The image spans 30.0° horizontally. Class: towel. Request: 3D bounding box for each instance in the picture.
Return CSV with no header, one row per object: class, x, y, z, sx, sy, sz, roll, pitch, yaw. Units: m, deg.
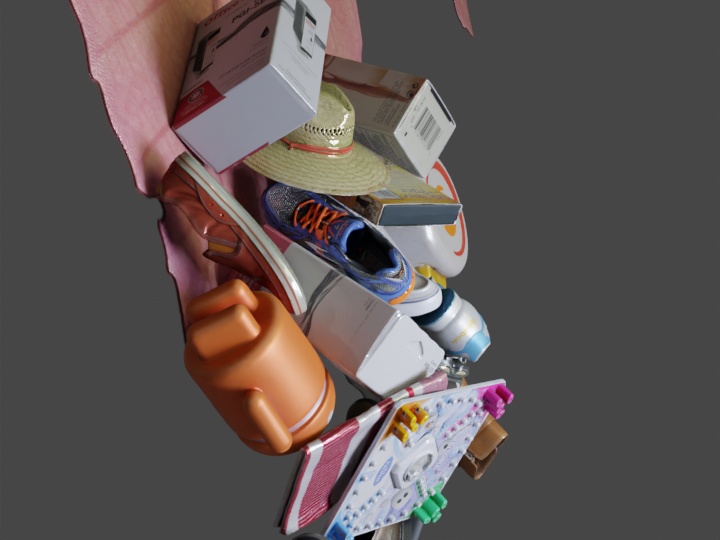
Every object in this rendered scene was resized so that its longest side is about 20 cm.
towel,0.002,0.190,1.393,0.199,0.145,0.023,-25,57,-37

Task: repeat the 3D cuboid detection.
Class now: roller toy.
roller toy,0.068,-0.067,1.851,0.184,0.138,0.201,63,23,-24

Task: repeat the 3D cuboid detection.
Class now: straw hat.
straw hat,-0.052,-0.165,1.503,0.201,0.198,0.086,-56,162,-64

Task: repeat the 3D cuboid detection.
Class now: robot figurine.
robot figurine,-0.097,0.101,1.325,0.117,0.143,0.201,-47,127,-21

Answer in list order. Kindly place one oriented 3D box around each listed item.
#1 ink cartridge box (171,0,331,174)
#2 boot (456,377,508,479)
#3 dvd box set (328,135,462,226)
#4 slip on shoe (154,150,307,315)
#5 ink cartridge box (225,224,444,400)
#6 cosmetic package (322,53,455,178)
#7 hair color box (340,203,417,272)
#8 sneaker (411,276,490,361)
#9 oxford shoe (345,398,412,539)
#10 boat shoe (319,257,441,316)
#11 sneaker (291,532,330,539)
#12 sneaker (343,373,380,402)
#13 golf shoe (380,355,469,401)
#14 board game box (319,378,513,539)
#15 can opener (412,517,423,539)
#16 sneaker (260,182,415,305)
ink cartridge box,-0.117,-0.225,1.474,0.083,0.146,0.202,44,32,-31
boot,0.125,0.165,1.720,0.076,0.202,0.155,-23,56,-42
dvd box set,0.003,-0.107,1.570,0.145,0.199,0.030,-4,120,-48
slip on shoe,-0.128,-0.028,1.343,0.200,0.061,0.074,47,0,-3
ink cartridge box,-0.026,0.052,1.426,0.199,0.083,0.146,33,-6,31
cosmetic package,0.009,-0.200,1.699,0.088,0.198,0.104,-58,142,-15
hair color box,-0.014,-0.037,1.646,0.201,0.060,0.099,53,22,-3
sneaker,0.095,0.063,1.609,0.081,0.077,0.200,44,-1,-13
oxford shoe,0.009,0.238,1.566,0.084,0.072,0.203,26,45,-48
boat shoe,0.000,0.000,1.541,0.074,0.197,0.066,-50,145,-51
sneaker,-0.039,0.365,1.328,0.114,0.075,0.203,4,76,-75
sneaker,0.041,0.147,1.691,0.075,0.086,0.201,-92,158,-53
golf shoe,0.038,0.127,1.605,0.198,0.078,0.096,17,94,-26
board game box,0.063,0.213,1.453,0.026,0.202,0.199,42,28,29
can opener,0.068,0.250,1.629,0.053,0.066,0.203,-45,149,-70
sneaker,-0.023,-0.042,1.480,0.076,0.198,0.079,-57,170,-15
